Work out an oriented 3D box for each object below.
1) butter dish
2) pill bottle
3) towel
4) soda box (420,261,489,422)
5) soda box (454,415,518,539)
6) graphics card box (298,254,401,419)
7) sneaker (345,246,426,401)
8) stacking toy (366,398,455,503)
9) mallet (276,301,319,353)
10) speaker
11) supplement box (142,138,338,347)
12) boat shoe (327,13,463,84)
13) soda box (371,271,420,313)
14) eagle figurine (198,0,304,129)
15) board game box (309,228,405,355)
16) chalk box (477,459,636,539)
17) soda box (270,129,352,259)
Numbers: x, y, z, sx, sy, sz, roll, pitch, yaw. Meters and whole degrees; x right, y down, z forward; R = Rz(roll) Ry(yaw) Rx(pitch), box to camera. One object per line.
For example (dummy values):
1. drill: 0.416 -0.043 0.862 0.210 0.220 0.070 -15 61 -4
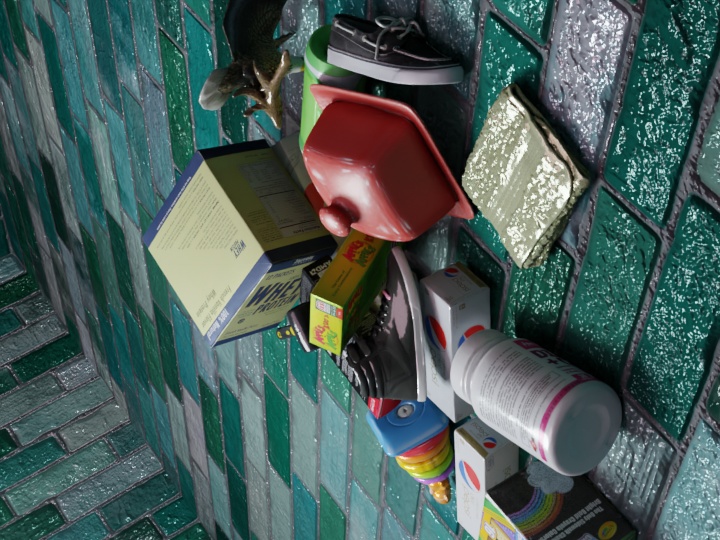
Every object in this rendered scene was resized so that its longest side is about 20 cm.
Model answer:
1. butter dish: 0.007 -0.105 1.536 0.199 0.148 0.200 20 154 45
2. pill bottle: 0.201 0.148 1.507 0.199 0.113 0.114 30 141 50
3. towel: 0.174 -0.099 1.395 0.149 0.036 0.201 55 156 19
4. soda box: 0.124 0.093 1.642 0.068 0.063 0.202 42 149 43
5. soda box: 0.175 0.292 1.779 0.068 0.063 0.202 41 148 40
6. graphics card box: -0.011 0.090 1.754 0.200 0.051 0.126 50 156 24
7. sneaker: 0.026 0.074 1.610 0.071 0.098 0.203 -112 16 -77
8. stacking toy: 0.099 0.275 1.894 0.201 0.109 0.116 65 174 -34
9. mallet: -0.088 0.093 1.821 0.066 0.041 0.200 62 164 5
10. speaker: -0.035 -0.217 1.642 0.089 0.088 0.201 50 154 26
11. supplement box: -0.173 -0.040 1.811 0.201 0.133 0.200 54 131 18
12. boat shoe: 0.039 -0.257 1.464 0.198 0.073 0.069 25 118 46
13. soda box: 0.014 0.037 1.814 0.199 0.068 0.064 9 124 62
14. eagle figurine: -0.129 -0.283 1.658 0.150 0.151 0.202 29 -145 -43
15. board game box: 0.000 0.000 1.657 0.047 0.201 0.102 22 143 15
16. chalk box: 0.256 0.350 1.596 0.200 0.124 0.125 48 153 32
17. soda box: -0.057 -0.102 1.835 0.202 0.063 0.068 64 156 -3
